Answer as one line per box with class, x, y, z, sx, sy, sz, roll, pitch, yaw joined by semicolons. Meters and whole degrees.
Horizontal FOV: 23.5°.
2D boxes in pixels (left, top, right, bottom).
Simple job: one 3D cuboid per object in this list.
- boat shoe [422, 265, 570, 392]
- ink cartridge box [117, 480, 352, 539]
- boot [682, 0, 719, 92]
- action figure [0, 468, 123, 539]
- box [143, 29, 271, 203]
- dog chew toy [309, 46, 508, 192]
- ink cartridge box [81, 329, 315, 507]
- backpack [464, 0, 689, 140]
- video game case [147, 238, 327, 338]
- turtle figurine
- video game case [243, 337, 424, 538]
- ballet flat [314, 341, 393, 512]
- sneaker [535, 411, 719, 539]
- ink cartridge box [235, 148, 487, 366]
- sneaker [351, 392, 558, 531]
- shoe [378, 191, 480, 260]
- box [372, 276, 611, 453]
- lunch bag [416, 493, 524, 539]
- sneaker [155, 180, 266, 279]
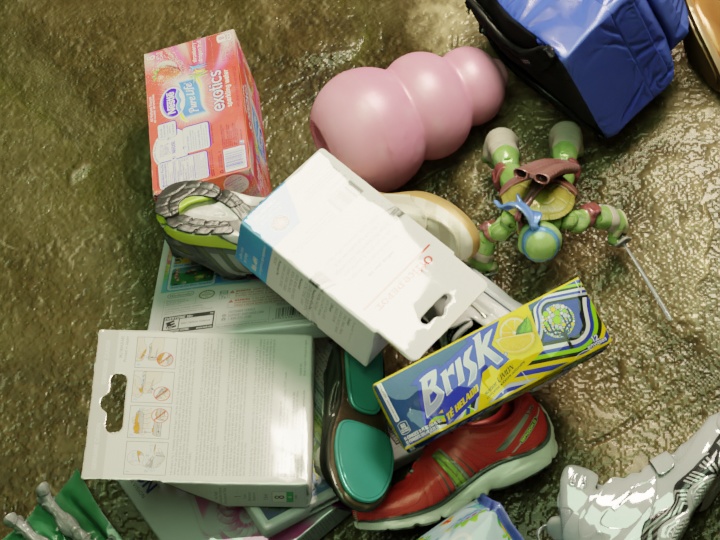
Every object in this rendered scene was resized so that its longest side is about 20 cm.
boat shoe;0.103;0.049;1.577;0.199;0.074;0.067;23;43;38
ink cartridge box;-0.110;0.183;1.599;0.200;0.043;0.196;-39;62;-7
boot;0.387;-0.278;1.704;0.154;0.074;0.201;-13;64;1
action figure;-0.240;0.280;1.575;0.200;0.055;0.118;39;74;22
box;-0.151;-0.129;1.712;0.102;0.095;0.201;-15;49;5
dog chew toy;0.053;-0.157;1.692;0.199;0.125;0.125;-25;61;-10
ink cartridge box;-0.141;0.131;1.547;0.198;0.050;0.162;0;53;1
backpack;0.206;-0.252;1.677;0.168;0.163;0.200;-41;49;-6
video game case;-0.099;0.003;1.662;0.198;0.024;0.183;-7;41;9
turtle figurine;0.172;-0.039;1.629;0.144;0.200;0.195;-33;33;27
video game case;-0.060;0.128;1.595;0.181;0.022;0.200;-25;59;-21
ballet flat;-0.007;0.144;1.530;0.068;0.068;0.201;23;42;-18
sneaker;0.241;0.186;1.499;0.115;0.075;0.200;31;77;21
ink cartridge box;0.000;0.000;1.533;0.200;0.067;0.116;40;61;13
sneaker;0.075;0.167;1.534;0.199;0.077;0.085;-25;95;-11
shoe;0.022;-0.042;1.618;0.199;0.070;0.053;18;47;34
box;0.112;0.083;1.479;0.199;0.070;0.065;-28;80;0
lunch bag;0.099;0.317;1.441;0.170;0.127;0.201;-34;91;-3
sneaker;-0.094;-0.026;1.621;0.199;0.081;0.074;16;59;5
